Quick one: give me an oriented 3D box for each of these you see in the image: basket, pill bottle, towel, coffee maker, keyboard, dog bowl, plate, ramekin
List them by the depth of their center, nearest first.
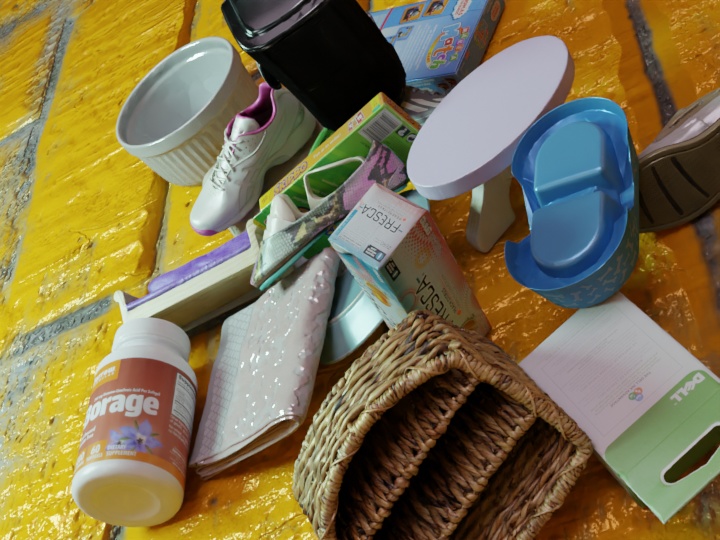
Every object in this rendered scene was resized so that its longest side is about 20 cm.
[{"bbox_3d":[0.052,0.151,0.834,0.201,0.142,0.149,-55,36,11],"label":"basket"},{"bbox_3d":[0.185,-0.056,0.922,0.111,0.050,0.202,-17,48,33],"label":"dog bowl"},{"bbox_3d":[0.000,0.000,1.088,0.200,0.025,0.201,-49,23,28],"label":"plate"},{"bbox_3d":[-0.098,0.094,1.091,0.190,0.032,0.202,-34,35,42],"label":"towel"},{"bbox_3d":[-0.035,-0.236,1.116,0.192,0.200,0.135,38,92,30],"label":"coffee maker"},{"bbox_3d":[-0.229,0.152,1.125,0.111,0.112,0.202,-22,43,22],"label":"pill bottle"},{"bbox_3d":[-0.144,0.013,1.258,0.198,0.011,0.057,-26,69,19],"label":"keyboard"},{"bbox_3d":[-0.222,-0.209,1.469,0.198,0.105,0.202,-23,43,22],"label":"ramekin"}]

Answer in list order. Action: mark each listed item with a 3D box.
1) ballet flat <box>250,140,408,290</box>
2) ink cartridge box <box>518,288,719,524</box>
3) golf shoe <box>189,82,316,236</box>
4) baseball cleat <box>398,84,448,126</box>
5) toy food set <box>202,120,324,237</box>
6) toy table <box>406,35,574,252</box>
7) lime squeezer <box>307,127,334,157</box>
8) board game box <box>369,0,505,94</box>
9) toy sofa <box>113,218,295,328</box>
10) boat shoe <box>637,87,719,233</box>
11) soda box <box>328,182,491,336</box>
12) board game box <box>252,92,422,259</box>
[{"bbox_3d":[-0.045,-0.063,1.104,0.199,0.071,0.069,-35,5,11],"label":"ballet flat"},{"bbox_3d":[0.220,0.108,0.834,0.104,0.059,0.200,-41,38,1],"label":"ink cartridge box"},{"bbox_3d":[-0.141,-0.133,1.262,0.075,0.092,0.201,33,83,38],"label":"golf shoe"},{"bbox_3d":[0.065,-0.186,1.198,0.198,0.070,0.108,-16,73,9],"label":"baseball cleat"},{"bbox_3d":[-0.088,-0.117,1.319,0.200,0.060,0.144,-42,50,1],"label":"toy food set"},{"bbox_3d":[0.147,-0.119,1.065,0.200,0.117,0.184,-40,38,0],"label":"toy table"},{"bbox_3d":[-0.010,-0.170,1.263,0.199,0.071,0.038,-34,-8,-19],"label":"lime squeezer"},{"bbox_3d":[0.067,-0.274,1.342,0.198,0.037,0.152,-2,51,40],"label":"board game box"},{"bbox_3d":[-0.175,0.008,1.219,0.198,0.083,0.099,-26,66,18],"label":"toy sofa"},{"bbox_3d":[0.301,-0.105,0.968,0.199,0.075,0.069,-33,20,13],"label":"boat shoe"},{"bbox_3d":[0.048,0.014,0.951,0.063,0.200,0.069,30,74,37],"label":"soda box"},{"bbox_3d":[-0.017,-0.093,1.139,0.200,0.095,0.030,-40,39,22],"label":"board game box"}]
